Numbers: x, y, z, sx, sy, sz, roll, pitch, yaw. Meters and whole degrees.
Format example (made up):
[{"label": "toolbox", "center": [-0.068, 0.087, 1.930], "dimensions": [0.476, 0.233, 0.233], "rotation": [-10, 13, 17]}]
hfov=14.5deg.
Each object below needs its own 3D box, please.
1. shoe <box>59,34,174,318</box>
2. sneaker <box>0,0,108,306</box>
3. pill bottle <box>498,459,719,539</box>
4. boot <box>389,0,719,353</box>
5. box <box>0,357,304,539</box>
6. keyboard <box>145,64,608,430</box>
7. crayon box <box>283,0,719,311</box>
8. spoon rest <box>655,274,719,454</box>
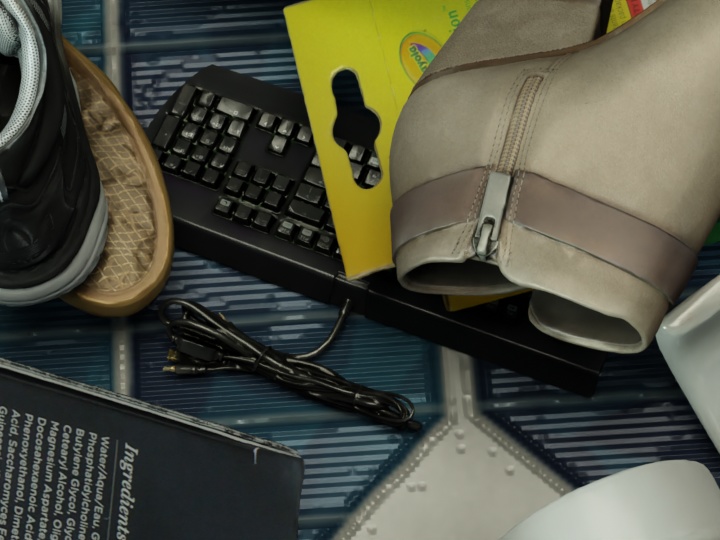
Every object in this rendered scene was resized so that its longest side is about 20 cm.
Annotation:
[{"label": "shoe", "center": [-0.132, -0.061, 1.088], "dimensions": [0.070, 0.053, 0.200], "rotation": [-33, 71, -7]}, {"label": "sneaker", "center": [-0.144, -0.094, 1.011], "dimensions": [0.075, 0.114, 0.201], "rotation": [-19, 69, -3]}, {"label": "pill bottle", "center": [0.118, 0.171, 0.943], "dimensions": [0.114, 0.114, 0.201], "rotation": [-21, 67, -8]}, {"label": "boot", "center": [0.109, -0.041, 0.978], "dimensions": [0.199, 0.070, 0.147], "rotation": [6, 63, 22]}, {"label": "box", "center": [-0.155, 0.109, 0.890], "dimensions": [0.196, 0.200, 0.124], "rotation": [17, 64, -30]}, {"label": "keyboard", "center": [0.000, 0.000, 1.074], "dimensions": [0.199, 0.021, 0.127], "rotation": [19, 67, 11]}, {"label": "crayon box", "center": [0.081, -0.065, 1.062], "dimensions": [0.199, 0.051, 0.127], "rotation": [-14, 61, 2]}, {"label": "spoon rest", "center": [0.177, 0.091, 1.010], "dimensions": [0.099, 0.061, 0.200], "rotation": [-34, 82, -12]}]
